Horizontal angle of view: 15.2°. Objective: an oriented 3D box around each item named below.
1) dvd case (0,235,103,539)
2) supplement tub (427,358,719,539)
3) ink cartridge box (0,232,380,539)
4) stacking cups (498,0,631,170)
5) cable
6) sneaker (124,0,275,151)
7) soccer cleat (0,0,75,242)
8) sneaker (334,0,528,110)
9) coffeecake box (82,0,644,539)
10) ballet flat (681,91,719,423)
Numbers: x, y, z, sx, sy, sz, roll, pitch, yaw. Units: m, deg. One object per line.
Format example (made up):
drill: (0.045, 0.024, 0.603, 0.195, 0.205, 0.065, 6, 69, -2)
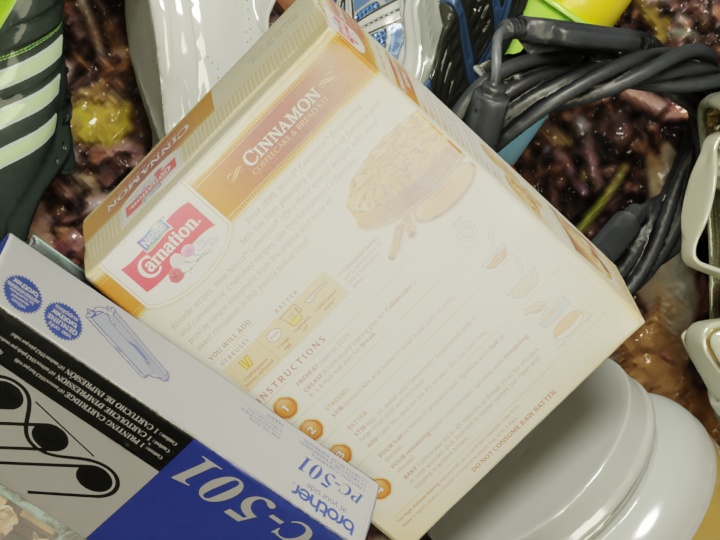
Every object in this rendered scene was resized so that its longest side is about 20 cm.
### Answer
dvd case: (-0.148, 0.106, 1.223, 0.146, 0.022, 0.200, 36, 89, -15)
supplement tub: (0.138, 0.151, 1.314, 0.145, 0.145, 0.200, -42, 116, 2)
ink cartridge box: (-0.099, 0.076, 1.173, 0.200, 0.044, 0.094, 35, 131, -15)
stacking cups: (0.067, -0.079, 1.320, 0.060, 0.061, 0.200, 31, 101, -14)
cable: (0.111, -0.039, 1.293, 0.199, 0.051, 0.164, 3, 111, -41)
sneaker: (-0.057, -0.053, 1.297, 0.088, 0.075, 0.201, -8, 102, -19)
soccer cleat: (-0.167, -0.088, 1.276, 0.081, 0.067, 0.201, 15, 87, -48)
sneaker: (0.013, -0.084, 1.281, 0.076, 0.077, 0.201, 33, 81, -53)
coffeecake box: (0.000, 0.000, 1.198, 0.154, 0.073, 0.200, -44, 110, 11)
ballet flat: (0.179, 0.012, 1.276, 0.063, 0.067, 0.201, -1, 92, -27)
